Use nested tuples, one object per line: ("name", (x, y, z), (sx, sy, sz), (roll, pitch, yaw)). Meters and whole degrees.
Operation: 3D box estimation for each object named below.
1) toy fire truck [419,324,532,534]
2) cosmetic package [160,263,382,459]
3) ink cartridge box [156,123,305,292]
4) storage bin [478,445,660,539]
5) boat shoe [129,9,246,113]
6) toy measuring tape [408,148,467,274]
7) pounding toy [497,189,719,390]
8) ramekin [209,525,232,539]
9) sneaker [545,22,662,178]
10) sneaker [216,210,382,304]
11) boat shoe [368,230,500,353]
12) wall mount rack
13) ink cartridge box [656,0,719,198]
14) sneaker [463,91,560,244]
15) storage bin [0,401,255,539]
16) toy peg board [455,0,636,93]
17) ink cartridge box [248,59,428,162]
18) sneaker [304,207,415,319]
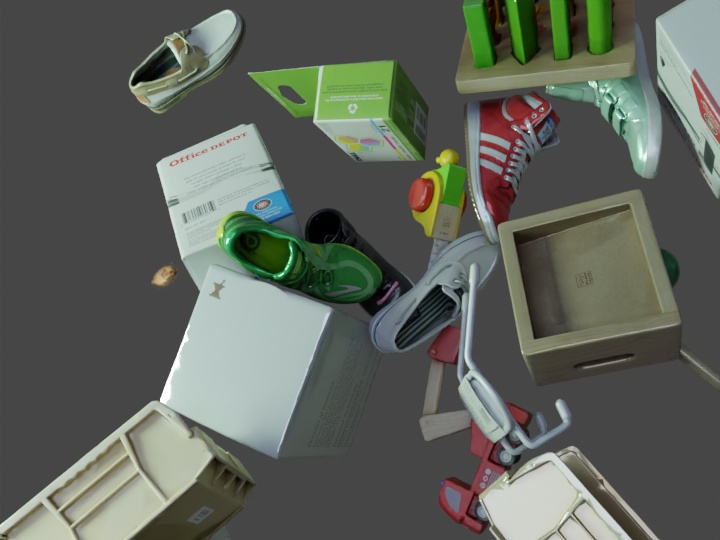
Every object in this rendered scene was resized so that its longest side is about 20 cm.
("toy fire truck", (0.120, 0.180, 0.853), (0.140, 0.049, 0.202), (23, 88, 24))
("cosmetic package", (-0.091, 0.110, 0.866), (0.166, 0.200, 0.168), (19, 85, 24))
("ink cartridge box", (-0.167, -0.082, 0.948), (0.144, 0.085, 0.201), (-23, 47, -4))
("storage bin", (0.225, 0.268, 0.714), (0.094, 0.200, 0.199), (-44, 67, 8))
("boat shoe", (-0.256, -0.316, 1.094), (0.200, 0.068, 0.075), (-41, 68, 8))
("toy measuring tape", (0.087, -0.050, 0.912), (0.073, 0.073, 0.203), (13, 92, 22))
("pounding toy", (0.271, 0.038, 0.797), (0.197, 0.142, 0.186), (-13, 60, 15))
("ramekin", (-0.249, 0.384, 0.921), (0.198, 0.098, 0.204), (-5, 76, 19))
("sneaker", (0.280, -0.189, 0.859), (0.116, 0.074, 0.203), (-9, 66, 12))
("sneaker", (-0.070, -0.004, 0.834), (0.198, 0.084, 0.075), (18, 104, -14))
("boat shoe", (0.100, 0.031, 0.853), (0.200, 0.074, 0.067), (-43, 22, -13))
("wall mount rack", (0.132, 0.097, 0.741), (0.074, 0.200, 0.175), (-31, 74, -6))
("ink cartridge box", (0.375, -0.177, 0.756), (0.083, 0.200, 0.146), (-28, 70, 16))
("sneaker", (0.185, -0.130, 0.872), (0.111, 0.071, 0.203), (-11, 60, 18))
("storage bin", (-0.227, 0.250, 0.774), (0.198, 0.201, 0.094), (-40, 68, -12))
("toy peg board", (0.214, -0.315, 0.854), (0.197, 0.098, 0.201), (-1, 49, 21))
("ink cartridge box", (-0.027, -0.196, 0.939), (0.197, 0.148, 0.077), (1, 80, 22))
("sneaker", (0.000, 0.000, 0.911), (0.071, 0.099, 0.200), (-46, 68, 4))
